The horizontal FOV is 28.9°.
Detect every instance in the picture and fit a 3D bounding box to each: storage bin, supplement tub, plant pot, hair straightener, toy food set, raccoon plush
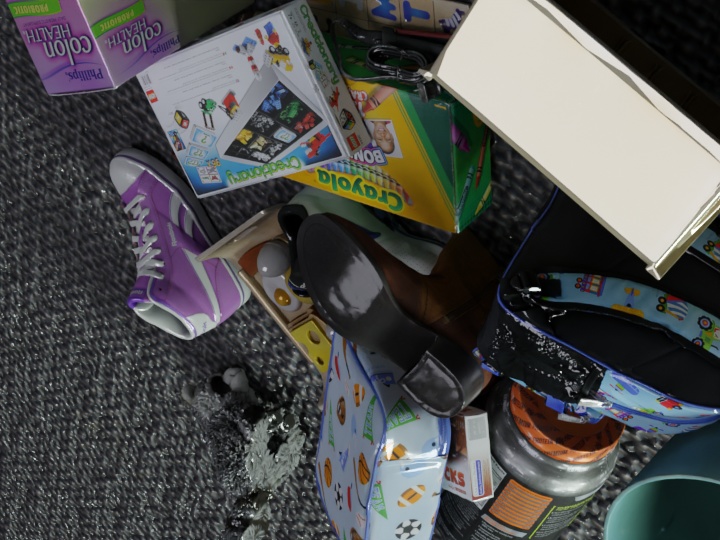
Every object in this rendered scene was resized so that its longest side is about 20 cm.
[{"bbox_3d":[0.171,-0.119,0.897,0.200,0.198,0.094,41,123,10],"label":"storage bin"},{"bbox_3d":[0.144,0.165,1.202,0.122,0.122,0.200,40,140,12],"label":"supplement tub"},{"bbox_3d":[0.304,0.180,1.027,0.200,0.161,0.202,24,136,26],"label":"plant pot"},{"bbox_3d":[0.055,-0.161,1.052,0.199,0.077,0.041,18,133,28],"label":"hair straightener"},{"bbox_3d":[-0.061,0.039,1.344,0.200,0.060,0.143,52,141,-6],"label":"toy food set"},{"bbox_3d":[-0.152,0.200,1.483,0.133,0.201,0.097,11,160,38],"label":"raccoon plush"}]

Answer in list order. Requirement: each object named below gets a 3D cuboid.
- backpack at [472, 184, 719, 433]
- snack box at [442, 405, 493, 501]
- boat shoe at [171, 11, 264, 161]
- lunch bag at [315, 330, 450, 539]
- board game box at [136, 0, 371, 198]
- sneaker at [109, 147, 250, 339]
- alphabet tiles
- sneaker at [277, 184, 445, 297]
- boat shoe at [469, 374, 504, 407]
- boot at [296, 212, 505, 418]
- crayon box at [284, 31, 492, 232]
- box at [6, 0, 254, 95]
[{"bbox_3d":[0.204,0.032,1.007,0.199,0.183,0.135,27,146,9],"label":"backpack"},{"bbox_3d":[0.058,0.144,1.215,0.200,0.024,0.072,-171,74,-67],"label":"snack box"},{"bbox_3d":[-0.129,-0.156,1.235,0.071,0.073,0.200,17,146,-7],"label":"boat shoe"},{"bbox_3d":[0.015,0.142,1.191,0.161,0.075,0.201,-117,30,-49],"label":"lunch bag"},{"bbox_3d":[-0.093,-0.137,1.152,0.199,0.035,0.127,-10,111,45],"label":"board game box"},{"bbox_3d":[-0.206,-0.023,1.397,0.201,0.114,0.073,52,143,0],"label":"sneaker"},{"bbox_3d":[0.021,-0.198,1.123,0.166,0.008,0.201,20,133,33],"label":"alphabet tiles"},{"bbox_3d":[-0.001,-0.001,1.215,0.199,0.115,0.081,42,142,10],"label":"sneaker"},{"bbox_3d":[0.080,0.104,1.260,0.071,0.062,0.200,62,157,15],"label":"boat shoe"},{"bbox_3d":[0.055,0.001,1.106,0.188,0.200,0.069,42,124,4],"label":"boot"},{"bbox_3d":[0.010,-0.118,1.145,0.199,0.058,0.119,20,132,32],"label":"crayon box"},{"bbox_3d":[-0.207,-0.274,1.148,0.096,0.176,0.201,1,121,43],"label":"box"}]
